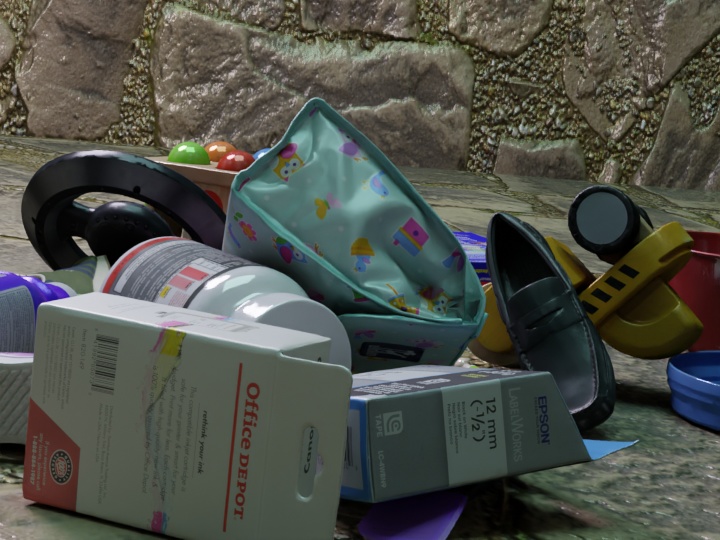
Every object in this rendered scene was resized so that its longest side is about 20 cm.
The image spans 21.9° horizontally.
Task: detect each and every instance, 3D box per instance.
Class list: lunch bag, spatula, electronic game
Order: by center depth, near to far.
[{"bbox_3d":[0.054,0.136,1.140,0.056,0.021,0.200,2,5,21],"label":"spatula"},{"bbox_3d":[0.000,0.000,1.369,0.200,0.122,0.171,41,-20,7],"label":"lunch bag"},{"bbox_3d":[-0.200,-0.029,1.624,0.198,0.201,0.042,8,49,12],"label":"electronic game"}]

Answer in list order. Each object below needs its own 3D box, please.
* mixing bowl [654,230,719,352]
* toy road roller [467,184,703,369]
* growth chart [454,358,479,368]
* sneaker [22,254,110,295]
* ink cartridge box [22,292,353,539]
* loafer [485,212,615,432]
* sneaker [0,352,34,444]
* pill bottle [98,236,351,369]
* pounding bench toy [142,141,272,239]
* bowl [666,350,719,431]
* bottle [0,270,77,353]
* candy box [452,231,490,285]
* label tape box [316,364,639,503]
[{"bbox_3d":[0.368,0.030,1.787,0.198,0.110,0.200,5,8,-1],"label":"mixing bowl"},{"bbox_3d":[0.197,0.033,1.564,0.146,0.200,0.123,51,9,15],"label":"toy road roller"},{"bbox_3d":[0.040,0.094,1.438,0.198,0.018,0.144,0,11,-32],"label":"growth chart"},{"bbox_3d":[-0.252,0.023,1.537,0.089,0.068,0.200,3,8,-12],"label":"sneaker"},{"bbox_3d":[-0.087,0.087,1.049,0.198,0.118,0.067,11,9,24],"label":"ink cartridge box"},{"bbox_3d":[0.140,0.038,1.439,0.070,0.068,0.201,48,17,-47],"label":"loafer"},{"bbox_3d":[-0.167,0.082,1.193,0.199,0.073,0.114,11,6,30],"label":"sneaker"},{"bbox_3d":[-0.098,0.047,1.314,0.115,0.117,0.199,0,10,-33],"label":"pill bottle"},{"bbox_3d":[-0.161,-0.045,1.755,0.198,0.158,0.124,10,9,28],"label":"pounding bench toy"},{"bbox_3d":[0.345,0.104,1.504,0.199,0.040,0.201,6,9,-1],"label":"bowl"},{"bbox_3d":[-0.264,0.043,1.340,0.065,0.084,0.200,8,9,17],"label":"bottle"},{"bbox_3d":[0.075,0.008,1.845,0.168,0.078,0.200,1,10,-21],"label":"candy box"},{"bbox_3d":[0.050,0.093,1.151,0.199,0.067,0.143,-8,3,-31],"label":"label tape box"}]
